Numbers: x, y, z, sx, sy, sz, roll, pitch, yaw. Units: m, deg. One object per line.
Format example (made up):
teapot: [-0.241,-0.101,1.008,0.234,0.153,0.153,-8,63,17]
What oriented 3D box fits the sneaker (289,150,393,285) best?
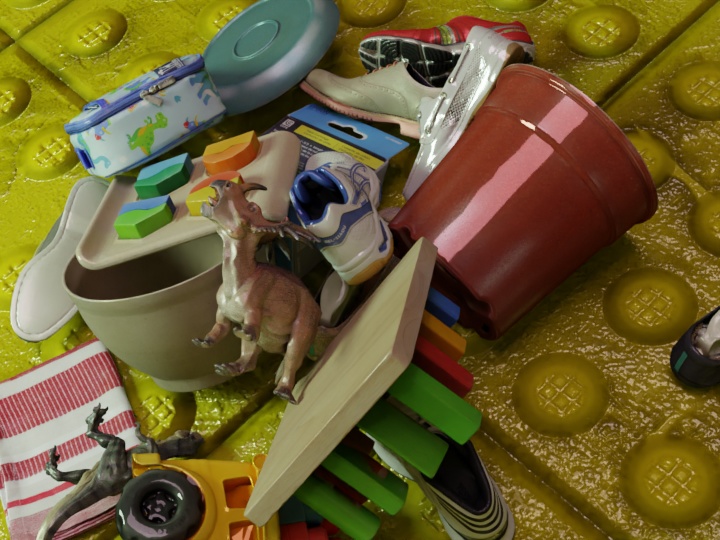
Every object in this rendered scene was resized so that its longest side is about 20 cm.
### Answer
sneaker: [-0.026,-0.074,1.095,0.075,0.088,0.200,-39,32,8]

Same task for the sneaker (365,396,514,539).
sneaker: [0.061,0.144,1.023,0.075,0.116,0.201,-33,54,-13]

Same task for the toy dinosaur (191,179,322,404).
toy dinosaur: [-0.073,0.026,1.023,0.085,0.200,0.136,11,59,32]

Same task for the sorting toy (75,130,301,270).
sorting toy: [-0.161,-0.076,1.130,0.198,0.037,0.186,-13,28,10]

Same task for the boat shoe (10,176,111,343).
boat shoe: [-0.311,-0.005,1.250,0.072,0.060,0.203,24,58,-10]

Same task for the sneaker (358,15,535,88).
sneaker: [0.097,-0.251,1.341,0.198,0.077,0.085,2,49,1]

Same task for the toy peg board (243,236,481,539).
toy peg board: [0.018,0.109,0.970,0.098,0.200,0.199,37,26,-8]

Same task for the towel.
towel: [-0.287,0.165,1.144,0.143,0.023,0.201,-24,53,-7]

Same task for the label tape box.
label tape box: [-0.061,-0.088,1.248,0.143,0.066,0.200,26,47,28]

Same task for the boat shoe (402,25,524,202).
boat shoe: [0.091,-0.156,1.217,0.069,0.071,0.201,35,105,19]

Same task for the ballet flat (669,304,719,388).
ballet flat: [0.365,0.036,1.066,0.199,0.073,0.073,-31,54,-11]

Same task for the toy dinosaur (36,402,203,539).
toy dinosaur: [-0.236,0.178,1.071,0.088,0.048,0.199,39,53,25]

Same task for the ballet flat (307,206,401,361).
ballet flat: [0.000,0.000,1.173,0.068,0.067,0.201,14,58,21]

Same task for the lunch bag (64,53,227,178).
lunch bag: [-0.236,-0.163,1.275,0.160,0.083,0.200,-31,14,-12]

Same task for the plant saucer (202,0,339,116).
plant saucer: [-0.116,-0.260,1.373,0.199,0.027,0.201,-22,41,21]

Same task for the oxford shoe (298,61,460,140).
oxford shoe: [0.028,-0.196,1.295,0.199,0.074,0.071,19,15,16]

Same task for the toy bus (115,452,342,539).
toy bus: [-0.103,0.256,0.984,0.190,0.136,0.201,-3,53,-10]

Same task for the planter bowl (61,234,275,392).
planter bowl: [-0.165,0.029,1.127,0.199,0.136,0.201,-13,28,7]

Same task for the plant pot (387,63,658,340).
plant pot: [0.139,-0.054,1.115,0.195,0.201,0.200,-44,57,-11]
